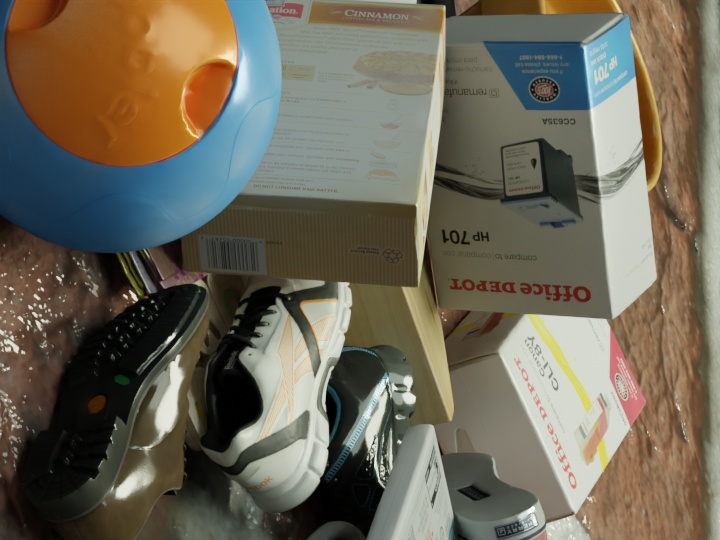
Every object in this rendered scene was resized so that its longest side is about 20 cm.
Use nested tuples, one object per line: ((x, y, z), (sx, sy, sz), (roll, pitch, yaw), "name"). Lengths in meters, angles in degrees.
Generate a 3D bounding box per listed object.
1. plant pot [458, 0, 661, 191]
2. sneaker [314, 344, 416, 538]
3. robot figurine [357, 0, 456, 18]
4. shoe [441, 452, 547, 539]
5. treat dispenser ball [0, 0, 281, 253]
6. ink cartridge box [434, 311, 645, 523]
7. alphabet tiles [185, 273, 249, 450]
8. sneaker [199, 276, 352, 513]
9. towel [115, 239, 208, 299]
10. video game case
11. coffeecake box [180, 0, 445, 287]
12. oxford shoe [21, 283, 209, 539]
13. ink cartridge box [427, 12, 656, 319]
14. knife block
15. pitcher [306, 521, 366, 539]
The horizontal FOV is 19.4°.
((0.110, -0.126, 1.643), (0.200, 0.182, 0.202), (41, 38, -44), "plant pot")
((-0.007, 0.150, 1.419), (0.081, 0.073, 0.202), (4, 73, -36), "sneaker")
((-0.015, -0.188, 1.539), (0.150, 0.124, 0.202), (33, 46, -49), "robot figurine")
((0.083, 0.190, 1.467), (0.200, 0.071, 0.092), (-155, -130, -73), "shoe")
((-0.145, -0.111, 1.209), (0.200, 0.200, 0.203), (35, 44, -44), "treat dispenser ball")
((0.136, 0.097, 1.658), (0.146, 0.083, 0.200), (64, 31, -11), "ink cartridge box")
((-0.080, 0.041, 1.409), (0.200, 0.015, 0.197), (-35, 103, -59), "alphabet tiles")
((-0.057, 0.050, 1.354), (0.080, 0.073, 0.202), (37, 44, -41), "sneaker")
((-0.122, -0.068, 1.388), (0.144, 0.023, 0.200), (61, 30, -2), "towel")
((0.041, 0.219, 1.317), (0.200, 0.023, 0.184), (-64, 144, -68), "video game case")
((-0.027, -0.088, 1.368), (0.201, 0.152, 0.073), (-80, 172, -45), "coffeecake box")
((-0.134, 0.089, 1.249), (0.085, 0.072, 0.201), (60, 38, -33), "oxford shoe")
((0.121, -0.075, 1.493), (0.086, 0.145, 0.202), (-35, 122, -54), "ink cartridge box")
((0.000, 0.000, 1.470), (0.176, 0.063, 0.202), (40, 39, -65), "knife block")
((-0.040, 0.221, 1.268), (0.200, 0.120, 0.173), (37, 44, -56), "pitcher")
